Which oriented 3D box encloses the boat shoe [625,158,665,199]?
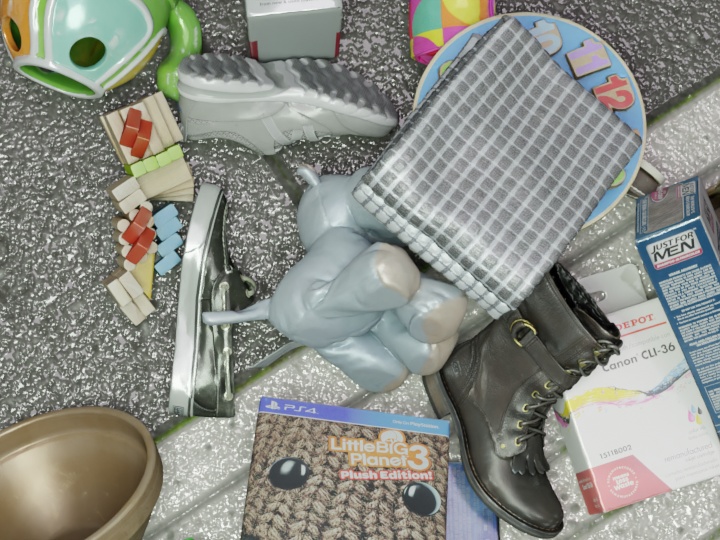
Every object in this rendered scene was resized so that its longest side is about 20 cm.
[{"bbox_3d":[0.167,-0.101,1.544,0.200,0.072,0.060,25,81,0],"label":"boat shoe"}]

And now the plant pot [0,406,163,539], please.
[{"bbox_3d":[-0.246,0.207,1.426,0.201,0.201,0.093,-24,123,-8],"label":"plant pot"}]

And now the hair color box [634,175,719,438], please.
[{"bbox_3d":[0.292,0.033,1.469,0.060,0.100,0.200,-20,108,17],"label":"hair color box"}]

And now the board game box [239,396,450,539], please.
[{"bbox_3d":[-0.015,0.212,1.389,0.159,0.097,0.200,7,41,-3],"label":"board game box"}]

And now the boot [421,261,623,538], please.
[{"bbox_3d":[0.150,0.103,1.452,0.174,0.069,0.200,-42,74,33],"label":"boot"}]

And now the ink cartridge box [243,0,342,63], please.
[{"bbox_3d":[-0.067,-0.296,1.529,0.083,0.145,0.200,-6,80,-2],"label":"ink cartridge box"}]

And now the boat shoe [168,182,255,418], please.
[{"bbox_3d":[-0.123,0.026,1.506,0.064,0.071,0.200,5,87,-2],"label":"boat shoe"}]

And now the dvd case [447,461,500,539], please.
[{"bbox_3d":[0.019,0.235,1.496,0.200,0.018,0.143,-1,80,-5],"label":"dvd case"}]

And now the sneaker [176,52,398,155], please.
[{"bbox_3d":[-0.067,-0.139,1.548,0.200,0.082,0.075,8,33,-12],"label":"sneaker"}]

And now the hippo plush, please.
[{"bbox_3d":[0.000,0.000,1.491,0.200,0.159,0.161,-15,48,25],"label":"hippo plush"}]

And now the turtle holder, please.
[{"bbox_3d":[-0.229,-0.215,1.520,0.141,0.186,0.132,9,76,31],"label":"turtle holder"}]

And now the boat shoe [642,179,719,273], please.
[{"bbox_3d":[0.338,-0.054,1.539,0.200,0.065,0.072,-24,57,-5],"label":"boat shoe"}]

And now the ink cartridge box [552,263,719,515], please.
[{"bbox_3d":[0.223,0.097,1.510,0.116,0.067,0.200,-18,81,-6],"label":"ink cartridge box"}]

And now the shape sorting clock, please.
[{"bbox_3d":[0.143,-0.123,1.488,0.200,0.039,0.200,1,77,-5],"label":"shape sorting clock"}]

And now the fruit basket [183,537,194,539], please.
[{"bbox_3d":[-0.184,0.340,1.399,0.156,0.216,0.216,44,80,5],"label":"fruit basket"}]

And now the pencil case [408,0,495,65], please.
[{"bbox_3d":[0.086,-0.274,1.568,0.088,0.088,0.200,-3,80,-4],"label":"pencil case"}]

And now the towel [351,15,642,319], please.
[{"bbox_3d":[0.114,-0.087,1.402,0.166,0.086,0.200,39,69,-2],"label":"towel"}]

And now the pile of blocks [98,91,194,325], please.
[{"bbox_3d":[-0.177,-0.052,1.494,0.082,0.062,0.200,-1,95,-15],"label":"pile of blocks"}]
